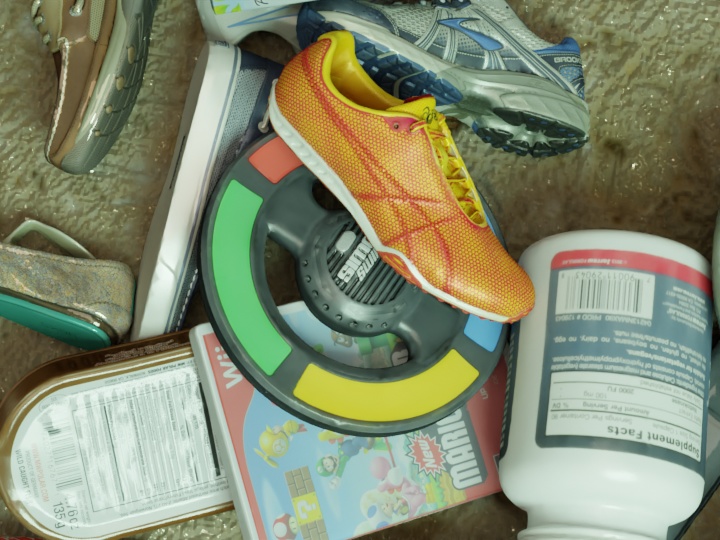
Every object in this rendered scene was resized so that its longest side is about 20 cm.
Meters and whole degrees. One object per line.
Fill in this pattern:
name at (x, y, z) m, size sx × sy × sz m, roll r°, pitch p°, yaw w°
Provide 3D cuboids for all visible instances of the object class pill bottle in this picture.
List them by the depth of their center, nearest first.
pill bottle at (0.142, 0.089, 0.858) m, size 0.118 × 0.120 × 0.202 m, roll 7°, pitch 72°, yaw 2°

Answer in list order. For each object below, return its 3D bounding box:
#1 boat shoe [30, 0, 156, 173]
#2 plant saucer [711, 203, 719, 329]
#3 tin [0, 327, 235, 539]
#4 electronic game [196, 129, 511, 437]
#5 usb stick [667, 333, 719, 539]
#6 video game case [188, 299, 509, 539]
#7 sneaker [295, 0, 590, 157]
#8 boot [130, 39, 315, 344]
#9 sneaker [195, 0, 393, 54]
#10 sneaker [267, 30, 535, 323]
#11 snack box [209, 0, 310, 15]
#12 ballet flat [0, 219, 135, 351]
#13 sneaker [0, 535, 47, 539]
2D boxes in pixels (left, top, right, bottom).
boat shoe at (-0.170, -0.158, 0.931) m, size 0.071 × 0.076 × 0.202 m, roll 13°, pitch 74°, yaw 0°
plant saucer at (0.271, 0.016, 0.891) m, size 0.199 × 0.050 × 0.202 m, roll 9°, pitch 75°, yaw -33°
tin at (-0.123, 0.100, 0.891) m, size 0.198 × 0.042 × 0.113 m, roll -13°, pitch 108°, yaw -14°
electronic game at (0.000, 0.000, 0.876) m, size 0.198 × 0.042 × 0.202 m, roll 7°, pitch 68°, yaw -18°
usb stick at (0.192, 0.127, 0.912) m, size 0.055 × 0.033 × 0.201 m, roll 37°, pitch 85°, yaw 5°
video game case at (0.008, 0.081, 0.890) m, size 0.198 × 0.017 × 0.144 m, roll -13°, pitch 82°, yaw -25°
sneaker at (0.054, -0.138, 0.922) m, size 0.199 × 0.077 × 0.086 m, roll 18°, pitch 67°, yaw -20°
boot at (-0.079, -0.036, 0.924) m, size 0.090 × 0.073 × 0.202 m, roll 15°, pitch 95°, yaw -17°
sneaker at (-0.010, -0.175, 0.945) m, size 0.198 × 0.075 × 0.088 m, roll -7°, pitch 95°, yaw 4°
sneaker at (0.031, -0.052, 0.837) m, size 0.200 × 0.073 × 0.077 m, roll 46°, pitch 115°, yaw 1°
snack box at (-0.028, -0.239, 0.900) m, size 0.141 × 0.053 × 0.201 m, roll -9°, pitch 43°, yaw 1°
ballet flat at (-0.235, -0.006, 0.932) m, size 0.198 × 0.068 × 0.068 m, roll 19°, pitch 64°, yaw -2°
sneaker at (-0.206, 0.191, 0.876) m, size 0.199 × 0.108 × 0.068 m, roll 7°, pitch 83°, yaw 2°
